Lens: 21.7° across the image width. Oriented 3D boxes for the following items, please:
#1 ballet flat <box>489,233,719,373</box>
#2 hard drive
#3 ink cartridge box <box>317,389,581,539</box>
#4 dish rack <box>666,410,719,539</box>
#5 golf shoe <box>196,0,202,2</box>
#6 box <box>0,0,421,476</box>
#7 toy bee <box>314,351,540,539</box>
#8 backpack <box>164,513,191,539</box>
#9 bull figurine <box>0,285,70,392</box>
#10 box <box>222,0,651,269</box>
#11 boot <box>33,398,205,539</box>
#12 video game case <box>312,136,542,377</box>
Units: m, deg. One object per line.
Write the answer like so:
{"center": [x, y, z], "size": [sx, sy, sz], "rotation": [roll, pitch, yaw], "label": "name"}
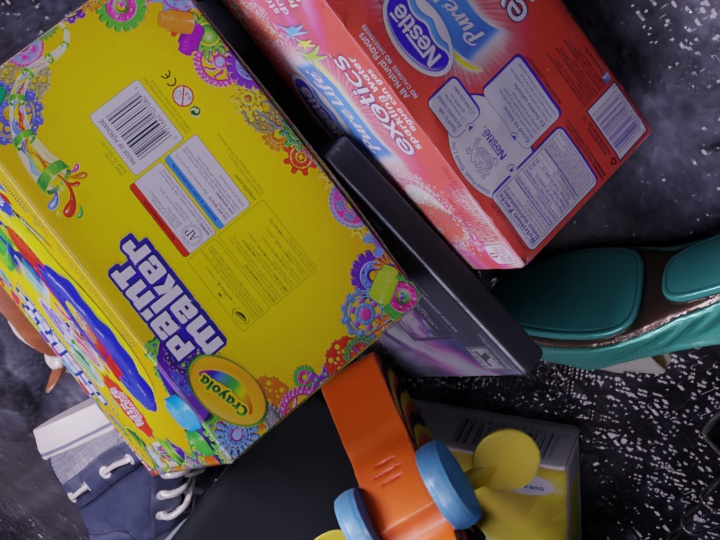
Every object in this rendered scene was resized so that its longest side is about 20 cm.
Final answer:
{"center": [0.157, 0.022, 0.947], "size": [0.199, 0.068, 0.070], "rotation": [-14, 131, 34], "label": "ballet flat"}
{"center": [-0.041, 0.180, 1.019], "size": [0.139, 0.200, 0.033], "rotation": [40, 163, -5], "label": "hard drive"}
{"center": [0.035, 0.164, 1.118], "size": [0.196, 0.047, 0.201], "rotation": [8, 125, 19], "label": "ink cartridge box"}
{"center": [0.217, 0.177, 1.001], "size": [0.154, 0.054, 0.201], "rotation": [50, 137, 24], "label": "dish rack"}
{"center": [-0.110, -0.208, 0.894], "size": [0.091, 0.075, 0.201], "rotation": [23, 129, 12], "label": "golf shoe"}
{"center": [-0.100, -0.017, 0.916], "size": [0.200, 0.122, 0.193], "rotation": [52, 162, -4], "label": "box"}
{"center": [0.032, 0.145, 0.969], "size": [0.130, 0.201, 0.109], "rotation": [-15, 138, 24], "label": "toy bee"}
{"center": [-0.089, 0.254, 1.087], "size": [0.176, 0.200, 0.153], "rotation": [46, 154, -11], "label": "backpack"}
{"center": [-0.185, -0.020, 1.070], "size": [0.121, 0.065, 0.200], "rotation": [-26, 112, 34], "label": "bull figurine"}
{"center": [0.027, -0.106, 0.868], "size": [0.200, 0.100, 0.095], "rotation": [51, 159, -17], "label": "box"}
{"center": [-0.110, 0.103, 1.112], "size": [0.199, 0.073, 0.091], "rotation": [-25, 94, 45], "label": "boot"}
{"center": [0.000, 0.000, 0.962], "size": [0.143, 0.019, 0.200], "rotation": [47, 161, -12], "label": "video game case"}
